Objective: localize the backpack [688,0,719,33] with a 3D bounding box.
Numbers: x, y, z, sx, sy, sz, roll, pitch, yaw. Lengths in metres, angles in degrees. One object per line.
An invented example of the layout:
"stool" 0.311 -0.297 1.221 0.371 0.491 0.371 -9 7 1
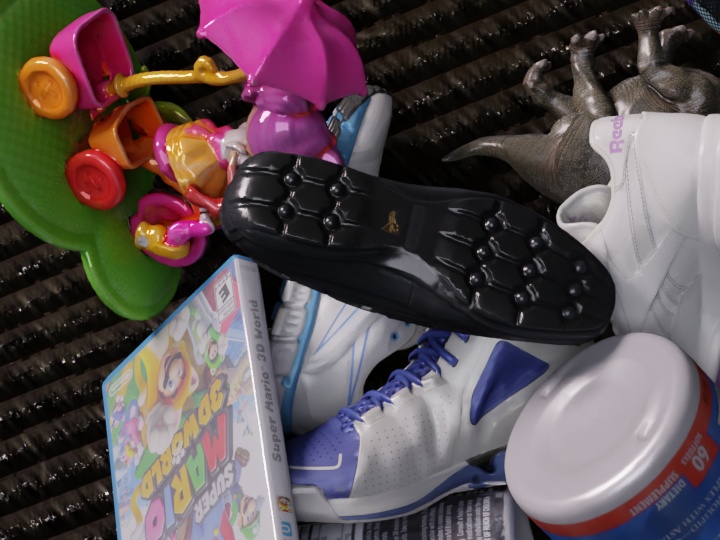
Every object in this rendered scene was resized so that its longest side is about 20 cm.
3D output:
"backpack" 0.268 -0.152 0.910 0.178 0.151 0.200 -43 85 -16

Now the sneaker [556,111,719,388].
"sneaker" 0.151 0.001 1.003 0.099 0.075 0.200 8 124 12

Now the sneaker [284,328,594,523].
"sneaker" 0.042 0.060 1.023 0.199 0.081 0.115 -11 97 -14

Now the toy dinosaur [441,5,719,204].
"toy dinosaur" 0.140 -0.074 1.023 0.200 0.077 0.103 -14 78 7

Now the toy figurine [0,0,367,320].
"toy figurine" -0.077 -0.076 1.004 0.184 0.150 0.200 -10 114 32

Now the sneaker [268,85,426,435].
"sneaker" 0.000 0.000 1.062 0.086 0.075 0.200 13 98 -5

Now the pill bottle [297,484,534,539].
"pill bottle" -0.006 0.181 1.046 0.200 0.106 0.107 -10 91 12

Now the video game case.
"video game case" -0.086 0.111 1.016 0.143 0.018 0.200 -41 46 38

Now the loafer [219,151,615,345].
"loafer" 0.028 -0.008 0.965 0.200 0.070 0.068 17 72 -4

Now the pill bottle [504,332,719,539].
"pill bottle" 0.173 0.132 0.977 0.112 0.112 0.200 -41 118 10
